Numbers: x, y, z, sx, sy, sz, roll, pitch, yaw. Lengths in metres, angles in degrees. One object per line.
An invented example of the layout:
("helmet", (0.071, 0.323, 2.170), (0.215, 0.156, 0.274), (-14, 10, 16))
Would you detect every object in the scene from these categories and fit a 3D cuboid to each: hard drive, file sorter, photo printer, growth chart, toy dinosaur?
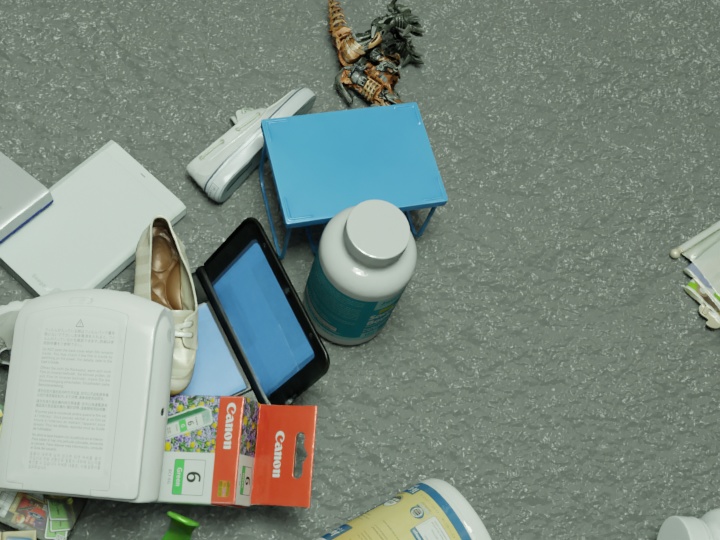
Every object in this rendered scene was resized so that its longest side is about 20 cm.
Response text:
("hard drive", (-0.470, -0.057, 1.030), (0.131, 0.026, 0.200), (34, 62, 21))
("file sorter", (-0.018, -0.104, 1.113), (0.197, 0.123, 0.141), (-9, 66, -17))
("photo printer", (-0.269, 0.120, 0.896), (0.164, 0.069, 0.203), (1, 80, 10))
("growth chart", (0.507, 0.029, 1.225), (0.143, 0.018, 0.202), (-22, 71, -21))
("hard drive", (-0.324, -0.051, 1.075), (0.132, 0.026, 0.200), (40, 63, 8))
("toy dinosaur", (0.015, -0.300, 1.237), (0.135, 0.102, 0.202), (-30, 96, -7))

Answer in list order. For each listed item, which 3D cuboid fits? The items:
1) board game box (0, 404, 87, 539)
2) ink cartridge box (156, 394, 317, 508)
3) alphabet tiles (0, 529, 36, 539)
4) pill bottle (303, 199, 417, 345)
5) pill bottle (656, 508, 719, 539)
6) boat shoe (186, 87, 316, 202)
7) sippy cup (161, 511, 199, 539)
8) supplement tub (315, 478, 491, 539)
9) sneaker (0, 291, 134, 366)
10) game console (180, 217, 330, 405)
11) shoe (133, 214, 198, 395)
("board game box", (-0.372, 0.196, 0.927), (0.198, 0.023, 0.106), (28, 61, -11))
("ink cartridge box", (-0.148, 0.187, 0.936), (0.197, 0.050, 0.111), (-1, 73, 15))
("alphabet tiles", (-0.382, 0.340, 0.869), (0.197, 0.006, 0.169), (0, 75, -12))
("pill bottle", (0.000, 0.000, 1.023), (0.109, 0.201, 0.112), (5, 64, -10))
("pill bottle", (0.442, 0.328, 1.015), (0.197, 0.113, 0.114), (9, 63, -9))
("boat shoe", (-0.139, -0.177, 1.148), (0.067, 0.074, 0.200), (39, 64, 5))
("sippy cup", (-0.209, 0.329, 0.860), (0.138, 0.131, 0.180), (-9, 68, -16))
("supplement tub", (0.028, 0.315, 0.910), (0.198, 0.145, 0.146), (-23, 71, -22))
("sneaker", (-0.329, 0.078, 0.969), (0.197, 0.075, 0.083), (-12, 58, -5))
("game console", (-0.157, 0.073, 1.002), (0.174, 0.117, 0.202), (-22, 71, -21))
("shoe", (-0.211, 0.033, 0.967), (0.069, 0.053, 0.202), (1, 60, -26))
